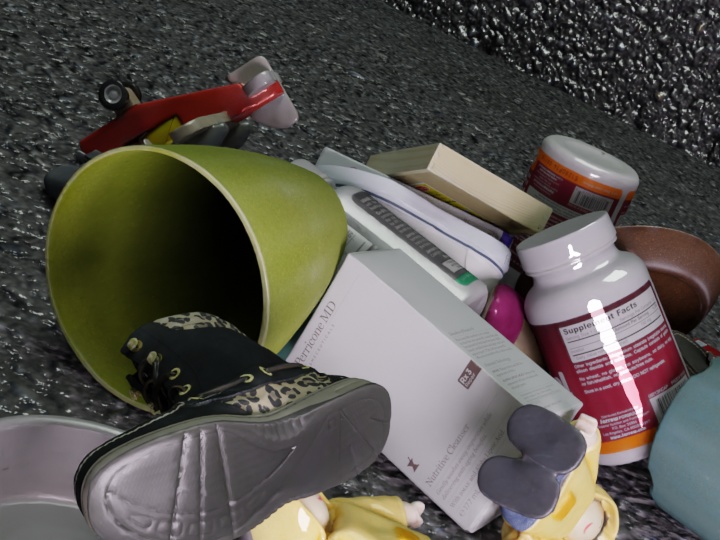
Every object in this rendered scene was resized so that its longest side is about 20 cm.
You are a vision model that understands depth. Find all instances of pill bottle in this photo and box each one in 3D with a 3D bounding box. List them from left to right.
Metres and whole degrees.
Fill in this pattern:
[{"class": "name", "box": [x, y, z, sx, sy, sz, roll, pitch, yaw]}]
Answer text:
[{"class": "pill bottle", "box": [0.000, 0.000, 1.184, 0.200, 0.113, 0.113, 39, 21, 14]}, {"class": "pill bottle", "box": [0.202, -0.031, 1.454, 0.109, 0.201, 0.110, 21, 18, -7]}, {"class": "pill bottle", "box": [0.210, 0.056, 1.203, 0.201, 0.113, 0.113, 67, 18, -7]}]

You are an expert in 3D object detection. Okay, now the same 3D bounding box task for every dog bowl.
[{"class": "dog bowl", "box": [-0.148, 0.148, 0.750, 0.199, 0.059, 0.200, 21, 17, -7]}]

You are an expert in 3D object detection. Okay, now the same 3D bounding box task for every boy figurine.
[{"class": "boy figurine", "box": [0.018, 0.172, 0.855, 0.199, 0.065, 0.124, 25, 21, -3]}, {"class": "boy figurine", "box": [0.134, 0.163, 0.977, 0.064, 0.125, 0.200, 27, -14, 28]}]

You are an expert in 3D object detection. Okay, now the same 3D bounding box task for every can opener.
[{"class": "can opener", "box": [-0.218, -0.055, 1.239, 0.067, 0.054, 0.200, -28, 35, -25]}]

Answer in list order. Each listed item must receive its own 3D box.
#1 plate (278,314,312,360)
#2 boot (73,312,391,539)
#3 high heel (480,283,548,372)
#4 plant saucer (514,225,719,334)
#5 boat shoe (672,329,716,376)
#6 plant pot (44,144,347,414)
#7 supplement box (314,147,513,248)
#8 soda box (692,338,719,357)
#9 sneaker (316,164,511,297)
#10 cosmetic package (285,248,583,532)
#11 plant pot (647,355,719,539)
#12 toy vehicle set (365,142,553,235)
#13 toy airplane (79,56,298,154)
[{"class": "plate", "box": [-0.110, 0.043, 1.149, 0.199, 0.026, 0.200, 22, 18, -8]}, {"class": "boot", "box": [-0.102, 0.085, 0.792, 0.203, 0.074, 0.153, -13, 26, -41]}, {"class": "high heel", "box": [0.162, 0.064, 1.263, 0.096, 0.068, 0.200, 20, -7, 17]}, {"class": "plant saucer", "box": [0.245, 0.029, 1.315, 0.199, 0.200, 0.035, 16, 53, -23]}, {"class": "boat shoe", "box": [0.342, 0.125, 1.269, 0.200, 0.057, 0.067, 53, 31, -8]}, {"class": "plant pot", "box": [-0.095, -0.013, 1.027, 0.187, 0.188, 0.200, 30, 25, 19]}, {"class": "supplement box", "box": [0.035, -0.024, 1.343, 0.199, 0.102, 0.103, 26, -7, 7]}, {"class": "soda box", "box": [0.307, 0.120, 1.368, 0.063, 0.070, 0.200, 34, 21, 28]}, {"class": "sneaker", "box": [0.036, -0.030, 1.255, 0.199, 0.071, 0.073, 26, -16, 7]}, {"class": "cosmetic package", "box": [0.053, 0.085, 1.053, 0.200, 0.113, 0.081, 38, 23, 22]}, {"class": "plant pot", "box": [0.350, 0.171, 1.112, 0.200, 0.201, 0.196, 6, 16, -43]}, {"class": "toy vehicle set", "box": [0.086, -0.074, 1.321, 0.124, 0.027, 0.200, 29, -7, -16]}, {"class": "toy airplane", "box": [-0.157, -0.136, 1.413, 0.199, 0.142, 0.199, -14, 6, -41]}]
